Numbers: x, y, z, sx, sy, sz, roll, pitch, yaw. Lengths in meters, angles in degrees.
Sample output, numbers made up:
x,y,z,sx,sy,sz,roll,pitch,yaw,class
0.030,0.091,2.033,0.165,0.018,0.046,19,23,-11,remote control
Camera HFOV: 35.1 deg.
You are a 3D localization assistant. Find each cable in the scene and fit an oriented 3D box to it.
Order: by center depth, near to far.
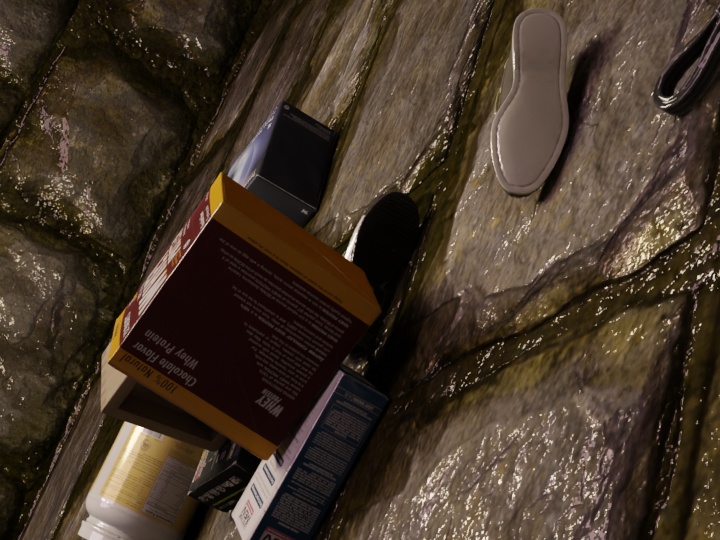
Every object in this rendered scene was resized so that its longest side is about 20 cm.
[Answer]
x,y,z,sx,sy,sz,roll,pitch,yaw,class
0.300,-0.206,0.874,0.097,0.050,0.201,41,114,56,cable

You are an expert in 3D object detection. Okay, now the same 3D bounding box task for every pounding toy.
x,y,z,sx,sy,sz,roll,pitch,yaw,class
-0.181,0.085,1.357,0.200,0.183,0.143,-51,31,25,pounding toy

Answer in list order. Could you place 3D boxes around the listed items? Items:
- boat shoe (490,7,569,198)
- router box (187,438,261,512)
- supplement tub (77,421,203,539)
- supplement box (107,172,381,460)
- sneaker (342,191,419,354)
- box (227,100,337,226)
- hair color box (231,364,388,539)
x,y,z,sx,sy,sz,roll,pitch,yaw,class
0.166,-0.156,1.108,0.060,0.071,0.203,86,-167,-67,boat shoe
-0.131,0.187,1.421,0.150,0.062,0.201,-37,29,51,router box
-0.286,0.293,1.560,0.201,0.145,0.145,-65,17,-15,supplement tub
-0.122,0.046,1.179,0.201,0.197,0.133,-53,17,9,supplement box
0.000,0.000,1.322,0.201,0.074,0.088,-64,19,-13,sneaker
-0.151,-0.140,1.919,0.200,0.123,0.199,-46,23,41,box
-0.054,0.195,1.181,0.201,0.060,0.100,-60,16,-1,hair color box
